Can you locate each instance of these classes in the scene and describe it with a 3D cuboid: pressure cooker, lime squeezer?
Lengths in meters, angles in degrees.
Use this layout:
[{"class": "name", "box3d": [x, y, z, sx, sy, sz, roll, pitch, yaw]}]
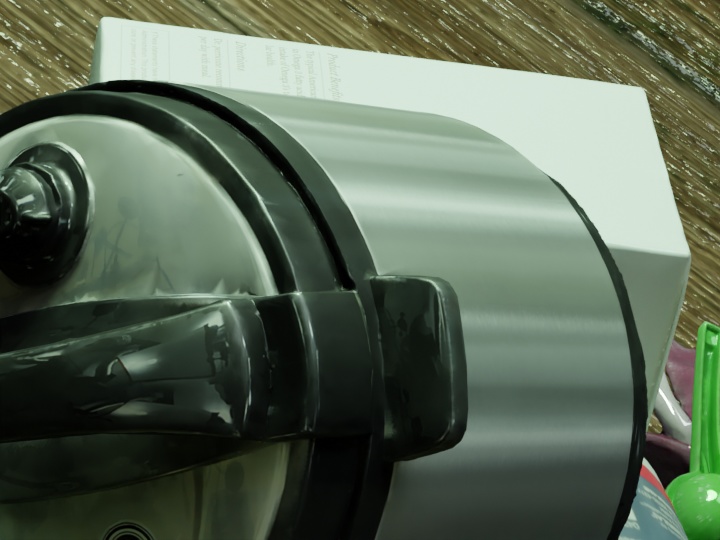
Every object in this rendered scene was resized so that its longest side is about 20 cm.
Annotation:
[{"class": "pressure cooker", "box3d": [-0.041, 0.036, 0.817, 0.179, 0.176, 0.200, 46, 24, 29]}, {"class": "lime squeezer", "box3d": [0.127, 0.077, 1.017, 0.038, 0.071, 0.200, 7, 15, -11]}]

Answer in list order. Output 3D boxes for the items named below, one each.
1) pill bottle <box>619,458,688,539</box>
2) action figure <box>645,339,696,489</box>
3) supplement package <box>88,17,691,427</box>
[{"class": "pill bottle", "box3d": [0.069, 0.152, 0.925, 0.119, 0.120, 0.200, 19, 31, -30]}, {"class": "action figure", "box3d": [0.152, 0.080, 1.103, 0.149, 0.134, 0.200, 44, 4, -21]}, {"class": "supplement package", "box3d": [0.000, 0.000, 1.034, 0.199, 0.118, 0.117, 7, 31, -8]}]
